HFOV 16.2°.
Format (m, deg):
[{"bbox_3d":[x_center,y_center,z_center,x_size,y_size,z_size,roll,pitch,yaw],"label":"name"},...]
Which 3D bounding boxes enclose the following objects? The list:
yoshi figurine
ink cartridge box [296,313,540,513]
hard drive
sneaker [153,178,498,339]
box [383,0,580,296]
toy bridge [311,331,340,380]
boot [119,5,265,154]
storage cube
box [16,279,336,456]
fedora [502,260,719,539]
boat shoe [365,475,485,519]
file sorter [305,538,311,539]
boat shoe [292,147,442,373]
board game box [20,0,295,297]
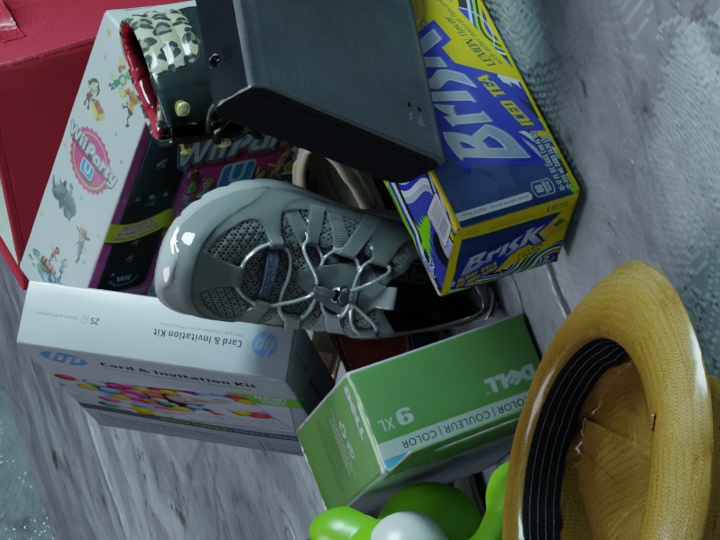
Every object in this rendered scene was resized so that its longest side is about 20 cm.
[{"bbox_3d":[0.070,0.157,1.300,0.199,0.113,0.112,18,170,32],"label":"yoshi figurine"},{"bbox_3d":[0.039,0.075,1.345,0.200,0.103,0.060,126,124,-71],"label":"ink cartridge box"},{"bbox_3d":[-0.030,-0.150,1.169,0.033,0.139,0.201,-26,63,32],"label":"hard drive"},{"bbox_3d":[-0.014,-0.002,1.322,0.082,0.199,0.075,30,115,50],"label":"sneaker"},{"bbox_3d":[0.034,-0.091,1.249,0.064,0.070,0.201,102,148,-58],"label":"box"},{"bbox_3d":[-0.012,0.023,1.546,0.201,0.027,0.067,106,175,-45],"label":"toy bridge"},{"bbox_3d":[-0.028,-0.078,1.320,0.074,0.153,0.204,97,152,-51],"label":"boot"},{"bbox_3d":[-0.193,-0.120,1.794,0.171,0.179,0.201,-130,27,-54],"label":"storage cube"},{"bbox_3d":[-0.097,0.060,1.457,0.200,0.155,0.041,69,-150,-71],"label":"box"},{"bbox_3d":[0.126,0.095,1.057,0.200,0.081,0.202,-167,90,-73],"label":"fedora"},{"bbox_3d":[0.030,0.137,1.491,0.075,0.073,0.201,100,149,-58],"label":"boat shoe"},{"bbox_3d":[-0.019,0.246,1.491,0.139,0.122,0.200,53,-172,9],"label":"file sorter"},{"bbox_3d":[0.000,0.000,1.427,0.063,0.071,0.201,-55,-36,-52],"label":"boat shoe"},{"bbox_3d":[-0.101,-0.066,1.481,0.064,0.147,0.201,49,135,30],"label":"board game box"}]
